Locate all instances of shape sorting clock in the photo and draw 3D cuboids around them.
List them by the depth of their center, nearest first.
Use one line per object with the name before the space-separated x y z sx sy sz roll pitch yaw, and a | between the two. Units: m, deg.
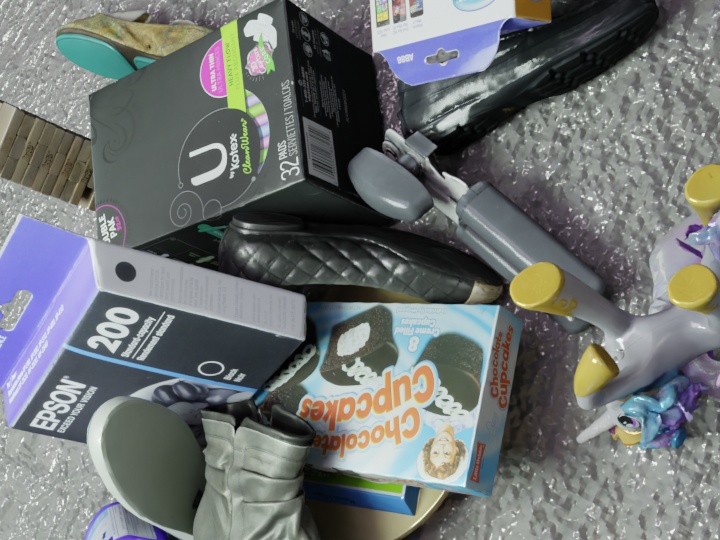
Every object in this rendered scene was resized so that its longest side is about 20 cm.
shape sorting clock | 0.000 0.101 0.796 0.199 0.039 0.201 -18 59 32

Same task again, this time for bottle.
bottle | -0.168 0.232 0.801 0.200 0.065 0.084 -162 88 -73

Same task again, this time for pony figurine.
pony figurine | 0.191 0.026 0.619 0.192 0.200 0.167 -31 56 7

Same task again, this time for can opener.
can opener | 0.073 -0.023 0.748 0.067 0.053 0.200 -39 63 -15

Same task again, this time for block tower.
block tower | -0.235 -0.085 0.895 0.054 0.200 0.058 25 93 34

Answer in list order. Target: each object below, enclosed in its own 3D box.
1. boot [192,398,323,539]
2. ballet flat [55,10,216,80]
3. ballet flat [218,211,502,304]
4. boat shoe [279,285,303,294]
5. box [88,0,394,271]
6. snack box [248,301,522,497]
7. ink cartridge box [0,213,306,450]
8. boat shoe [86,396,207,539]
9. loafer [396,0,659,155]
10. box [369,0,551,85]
boot | -0.045 0.162 0.703 0.199 0.067 0.132 16 105 42
ballet flat | -0.189 -0.200 0.980 0.199 0.071 0.071 19 90 35
ballet flat | 0.000 0.000 0.767 0.198 0.067 0.057 9 107 -2
boat shoe | -0.118 0.051 0.860 0.200 0.074 0.062 -49 39 26
box | -0.095 -0.088 0.850 0.199 0.124 0.150 -18 68 30
snack box | 0.008 0.081 0.745 0.199 0.037 0.117 -1 70 39
ink cartridge box | -0.168 0.058 0.756 0.198 0.199 0.044 -47 35 43
boat shoe | -0.145 0.151 0.787 0.071 0.201 0.070 8 60 32
loafer | 0.107 -0.149 0.763 0.200 0.068 0.071 -26 76 30
box | 0.055 -0.217 0.668 0.119 0.041 0.202 -2 94 48
